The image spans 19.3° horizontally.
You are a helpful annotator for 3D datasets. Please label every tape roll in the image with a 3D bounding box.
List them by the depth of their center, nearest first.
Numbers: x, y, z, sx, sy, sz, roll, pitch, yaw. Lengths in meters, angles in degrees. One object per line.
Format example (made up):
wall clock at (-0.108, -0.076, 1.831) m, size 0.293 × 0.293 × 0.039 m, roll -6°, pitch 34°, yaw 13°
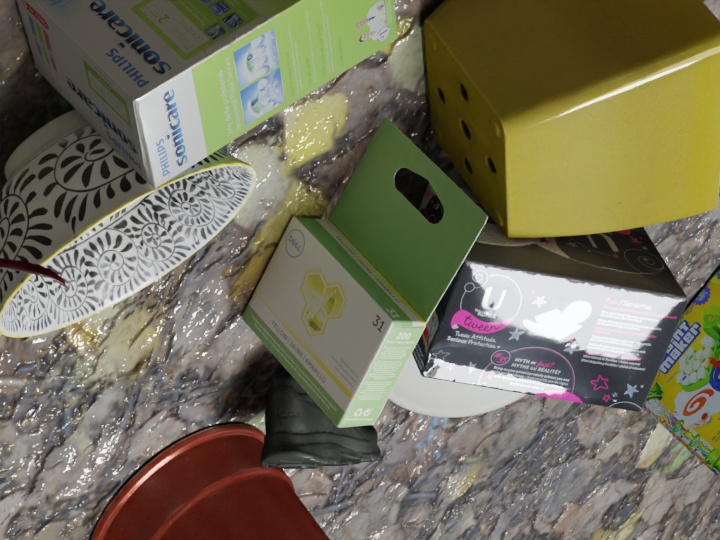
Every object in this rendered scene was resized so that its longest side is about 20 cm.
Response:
tape roll at (0.090, 0.037, 1.817) m, size 0.201 × 0.037 × 0.204 m, roll -7°, pitch 126°, yaw -9°

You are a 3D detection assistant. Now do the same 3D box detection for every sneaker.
sneaker at (-0.030, 0.124, 1.820) m, size 0.200 × 0.075 × 0.092 m, roll 19°, pitch 68°, yaw -75°

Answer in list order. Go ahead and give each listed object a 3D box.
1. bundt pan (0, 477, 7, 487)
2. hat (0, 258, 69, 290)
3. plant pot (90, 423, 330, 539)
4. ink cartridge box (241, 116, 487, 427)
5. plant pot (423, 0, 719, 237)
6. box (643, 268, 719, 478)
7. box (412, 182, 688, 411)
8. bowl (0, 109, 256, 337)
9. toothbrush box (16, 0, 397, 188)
bundt pan at (-0.343, 0.174, 1.447) m, size 0.201 × 0.076 × 0.202 m, roll -35°, pitch 179°, yaw -1°
hat at (-0.323, -0.006, 1.232) m, size 0.200 × 0.176 × 0.166 m, roll -44°, pitch 148°, yaw -4°
plant pot at (-0.096, 0.268, 1.789) m, size 0.200 × 0.195 × 0.202 m, roll -31°, pitch 145°, yaw -25°
ink cartridge box at (0.000, 0.000, 1.651) m, size 0.048 × 0.146 × 0.201 m, roll 1°, pitch 125°, yaw -44°
plant pot at (0.158, -0.142, 1.654) m, size 0.175 × 0.200 × 0.201 m, roll -23°, pitch 143°, yaw -14°
box at (0.423, 0.117, 2.236) m, size 0.200 × 0.193 × 0.122 m, roll -51°, pitch 148°, yaw 8°
box at (0.142, 0.019, 1.713) m, size 0.199 × 0.132 × 0.115 m, roll 11°, pitch 119°, yaw -20°
bowl at (-0.177, -0.050, 1.413) m, size 0.200 × 0.095 × 0.201 m, roll -31°, pitch 169°, yaw -7°
toothbrush box at (-0.097, -0.167, 1.353) m, size 0.199 × 0.146 × 0.086 m, roll -33°, pitch 146°, yaw -19°
